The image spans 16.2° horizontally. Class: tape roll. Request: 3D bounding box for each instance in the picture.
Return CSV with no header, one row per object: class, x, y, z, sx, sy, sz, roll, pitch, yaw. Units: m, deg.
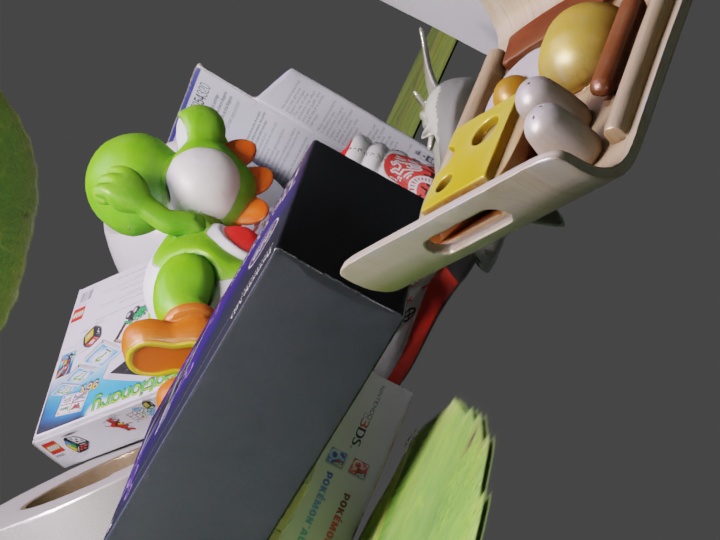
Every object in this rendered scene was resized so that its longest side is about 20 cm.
tape roll,-0.144,0.133,1.491,0.202,0.037,0.203,-23,3,1

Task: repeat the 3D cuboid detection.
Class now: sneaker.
sneaker,0.000,-0.001,1.503,0.202,0.108,0.067,-61,4,49

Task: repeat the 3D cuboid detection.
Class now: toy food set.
toy food set,0.068,-0.089,1.091,0.143,0.060,0.200,-28,29,46

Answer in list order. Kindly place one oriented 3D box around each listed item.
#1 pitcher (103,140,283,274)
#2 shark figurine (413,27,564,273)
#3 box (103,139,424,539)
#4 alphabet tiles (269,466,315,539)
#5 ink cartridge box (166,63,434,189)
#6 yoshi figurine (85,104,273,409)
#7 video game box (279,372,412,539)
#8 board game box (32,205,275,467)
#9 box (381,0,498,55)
pitcher,-0.088,0.025,1.700,0.121,0.200,0.172,-4,50,55
shark figurine,0.070,-0.067,1.237,0.214,0.089,0.129,10,-107,-85
box,-0.048,0.053,1.309,0.200,0.079,0.141,-59,9,25
alphabet tiles,-0.034,0.103,1.393,0.168,0.008,0.200,-61,5,28
ink cartridge box,-0.033,-0.064,1.726,0.043,0.199,0.196,-58,1,-23
yoshi figurine,-0.117,-0.010,1.479,0.112,0.112,0.201,-46,34,41
video game box,-0.045,0.172,1.451,0.200,0.047,0.183,122,171,-61
board game box,-0.112,0.039,1.569,0.199,0.035,0.127,-21,41,36
box,0.064,-0.210,1.288,0.131,0.199,0.199,-63,4,-12
